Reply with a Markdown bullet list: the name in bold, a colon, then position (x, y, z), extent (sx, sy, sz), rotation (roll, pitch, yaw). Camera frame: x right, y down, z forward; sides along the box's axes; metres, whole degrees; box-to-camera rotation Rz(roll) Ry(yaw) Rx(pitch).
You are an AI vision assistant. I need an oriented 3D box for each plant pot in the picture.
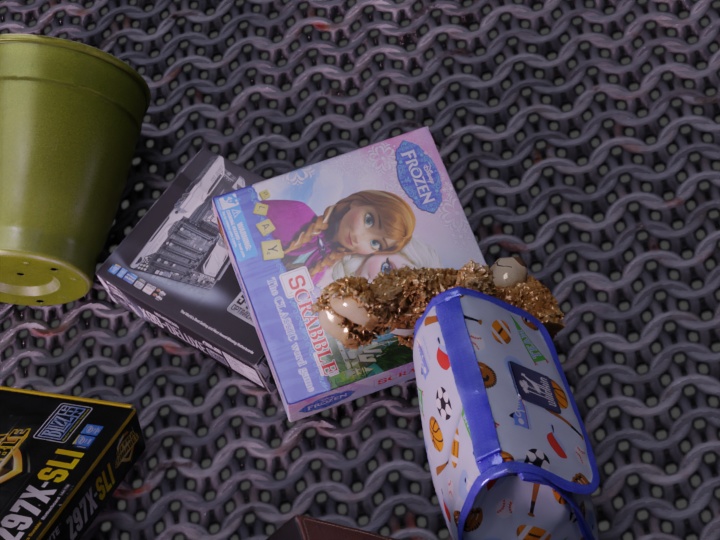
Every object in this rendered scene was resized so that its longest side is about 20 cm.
- **plant pot**: position (-0.296, -0.078, 1.767), extent (0.198, 0.200, 0.195), rotation (-3, 68, 17)

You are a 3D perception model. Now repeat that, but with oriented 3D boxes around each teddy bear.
- **teddy bear**: position (0.059, 0.021, 1.532), extent (0.198, 0.145, 0.068), rotation (-5, 70, 3)

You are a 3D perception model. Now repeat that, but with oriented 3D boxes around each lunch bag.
- **lunch bag**: position (0.107, 0.129, 1.467), extent (0.123, 0.201, 0.171), rotation (-19, 52, 5)

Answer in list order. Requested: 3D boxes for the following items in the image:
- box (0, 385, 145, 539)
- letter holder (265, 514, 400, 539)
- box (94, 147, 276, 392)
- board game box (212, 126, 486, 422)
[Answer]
- **box**: position (-0.291, 0.180, 1.619), extent (0.158, 0.050, 0.200), rotation (8, 38, 24)
- **letter holder**: position (-0.003, 0.301, 1.462), extent (0.100, 0.141, 0.201), rotation (-41, 51, 29)
- **box**: position (-0.109, -0.003, 1.723), extent (0.199, 0.050, 0.158), rotation (28, 69, 32)
- **board game box**: position (0.000, 0.000, 1.640), extent (0.198, 0.041, 0.201), rotation (-19, 67, -8)
